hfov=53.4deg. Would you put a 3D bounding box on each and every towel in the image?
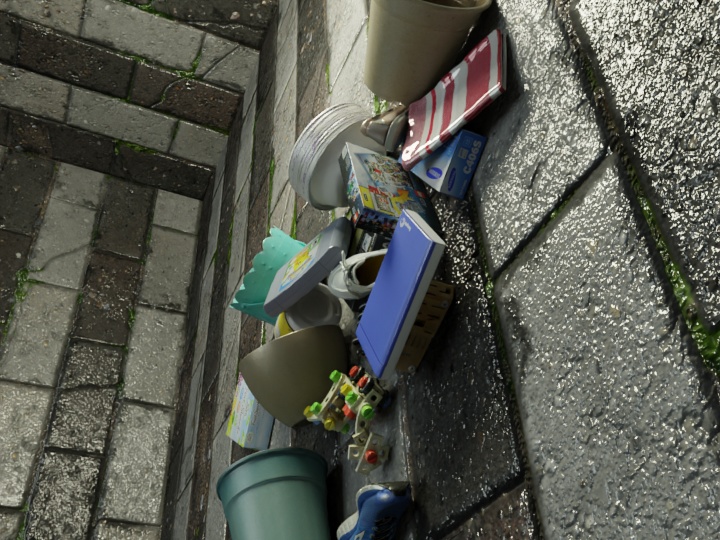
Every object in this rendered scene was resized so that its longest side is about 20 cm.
[{"bbox_3d":[0.134,-0.248,1.044,0.199,0.023,0.146,-36,33,41],"label":"towel"}]

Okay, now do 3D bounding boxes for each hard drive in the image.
[{"bbox_3d":[0.050,0.030,0.993,0.132,0.025,0.202,-122,49,-63],"label":"hard drive"}]

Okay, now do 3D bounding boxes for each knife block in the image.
[{"bbox_3d":[0.053,0.061,1.092,0.176,0.063,0.202,-111,39,-56],"label":"knife block"}]

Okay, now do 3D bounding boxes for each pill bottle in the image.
[{"bbox_3d":[-0.110,0.110,1.416,0.200,0.110,0.113,123,154,-62],"label":"pill bottle"}]

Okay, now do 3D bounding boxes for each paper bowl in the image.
[{"bbox_3d":[-0.030,-0.200,1.332,0.104,0.199,0.202,41,122,25],"label":"paper bowl"}]

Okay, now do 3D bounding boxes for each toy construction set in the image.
[{"bbox_3d":[-0.014,0.224,1.126,0.132,0.092,0.200,-51,30,-2],"label":"toy construction set"}]

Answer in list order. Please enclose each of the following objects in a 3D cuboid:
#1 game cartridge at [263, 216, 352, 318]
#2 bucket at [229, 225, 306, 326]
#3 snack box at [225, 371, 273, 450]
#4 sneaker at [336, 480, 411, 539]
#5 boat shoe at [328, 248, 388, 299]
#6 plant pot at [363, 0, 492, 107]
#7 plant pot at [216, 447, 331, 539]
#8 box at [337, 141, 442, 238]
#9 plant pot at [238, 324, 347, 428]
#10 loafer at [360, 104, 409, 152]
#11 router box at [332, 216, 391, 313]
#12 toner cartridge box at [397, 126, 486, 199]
[{"bbox_3d":[-0.097,-0.003,1.294,0.199,0.040,0.134,-40,23,25],"label":"game cartridge"},{"bbox_3d":[-0.180,0.021,1.566,0.209,0.134,0.207,-60,7,12],"label":"bucket"},{"bbox_3d":[-0.264,0.338,1.754,0.199,0.067,0.171,-10,67,66],"label":"snack box"},{"bbox_3d":[0.027,0.358,0.975,0.090,0.077,0.202,-108,28,-43],"label":"sneaker"},{"bbox_3d":[0.001,0.005,1.147,0.200,0.085,0.076,-11,79,45],"label":"boat shoe"},{"bbox_3d":[0.088,-0.372,1.142,0.202,0.197,0.185,-99,19,-47],"label":"plant pot"},{"bbox_3d":[-0.131,0.434,1.186,0.201,0.198,0.198,-60,33,37],"label":"plant pot"},{"bbox_3d":[0.043,-0.120,1.133,0.038,0.135,0.201,-60,25,31],"label":"box"},{"bbox_3d":[-0.104,0.201,1.280,0.200,0.198,0.136,-48,59,52],"label":"plant pot"},{"bbox_3d":[0.051,-0.245,1.188,0.200,0.062,0.073,-53,-18,-68],"label":"loafer"},{"bbox_3d":[0.015,-0.042,1.276,0.157,0.052,0.203,-129,56,-65],"label":"router box"},{"bbox_3d":[0.120,-0.185,1.103,0.200,0.043,0.096,-126,53,-65],"label":"toner cartridge box"}]
